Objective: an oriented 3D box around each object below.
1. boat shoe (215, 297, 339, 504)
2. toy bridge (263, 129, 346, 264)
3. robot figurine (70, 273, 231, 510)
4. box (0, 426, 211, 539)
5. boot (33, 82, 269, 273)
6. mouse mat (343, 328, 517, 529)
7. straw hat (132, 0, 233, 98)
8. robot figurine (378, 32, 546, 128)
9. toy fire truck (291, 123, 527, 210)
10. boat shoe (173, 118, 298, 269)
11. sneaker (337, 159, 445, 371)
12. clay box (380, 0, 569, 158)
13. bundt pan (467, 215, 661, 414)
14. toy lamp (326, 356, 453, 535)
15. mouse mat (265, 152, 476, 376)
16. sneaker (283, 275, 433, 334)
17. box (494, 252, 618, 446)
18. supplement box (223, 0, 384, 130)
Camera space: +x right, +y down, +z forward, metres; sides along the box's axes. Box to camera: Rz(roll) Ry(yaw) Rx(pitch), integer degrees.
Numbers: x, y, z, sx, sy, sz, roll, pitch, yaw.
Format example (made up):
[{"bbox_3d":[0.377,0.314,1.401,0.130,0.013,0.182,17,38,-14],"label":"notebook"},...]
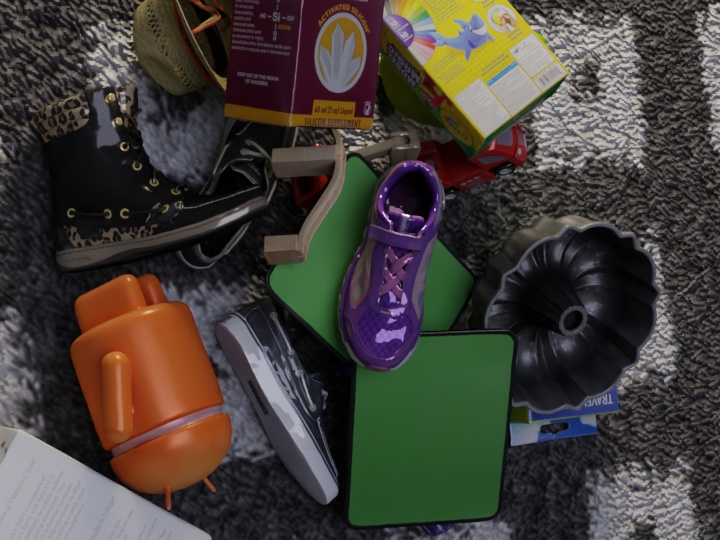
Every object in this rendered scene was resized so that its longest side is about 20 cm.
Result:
[{"bbox_3d":[-0.062,0.122,1.306,0.067,0.072,0.202,-30,93,-24],"label":"boat shoe"},{"bbox_3d":[-0.047,-0.099,1.257,0.066,0.027,0.202,-3,59,11],"label":"toy bridge"},{"bbox_3d":[-0.183,0.106,1.204,0.115,0.144,0.202,-20,83,-20],"label":"robot figurine"},{"bbox_3d":[-0.256,0.245,1.172,0.199,0.106,0.154,34,73,-21],"label":"box"},{"bbox_3d":[-0.190,-0.090,1.217,0.197,0.073,0.153,-15,88,11],"label":"boot"},{"bbox_3d":[0.065,0.151,1.302,0.158,0.008,0.203,-1,109,-13],"label":"mouse mat"},{"bbox_3d":[-0.160,-0.213,1.262,0.084,0.201,0.203,-22,99,16],"label":"straw hat"},{"bbox_3d":[0.100,-0.198,1.365,0.199,0.174,0.117,0,106,-49],"label":"robot figurine"},{"bbox_3d":[0.046,-0.105,1.332,0.140,0.198,0.049,18,55,-52],"label":"toy fire truck"},{"bbox_3d":[-0.106,-0.089,1.298,0.070,0.063,0.202,32,72,-21],"label":"boat shoe"},{"bbox_3d":[0.031,-0.013,1.228,0.079,0.089,0.203,13,75,-3],"label":"sneaker"},{"bbox_3d":[0.081,-0.215,1.254,0.114,0.048,0.201,-37,82,-22],"label":"clay box"},{"bbox_3d":[0.191,0.034,1.357,0.199,0.076,0.205,-10,117,-20],"label":"bundt pan"},{"bbox_3d":[0.035,0.168,1.359,0.058,0.058,0.202,-32,98,-25],"label":"toy lamp"},{"bbox_3d":[0.014,0.011,1.291,0.200,0.007,0.162,44,68,-25],"label":"mouse mat"},{"bbox_3d":[0.000,0.000,1.346,0.198,0.077,0.089,-4,59,-40],"label":"sneaker"},{"bbox_3d":[0.207,0.078,1.458,0.120,0.048,0.203,-4,87,-27],"label":"box"},{"bbox_3d":[-0.044,-0.226,1.184,0.110,0.085,0.203,-5,104,-49],"label":"supplement box"}]
